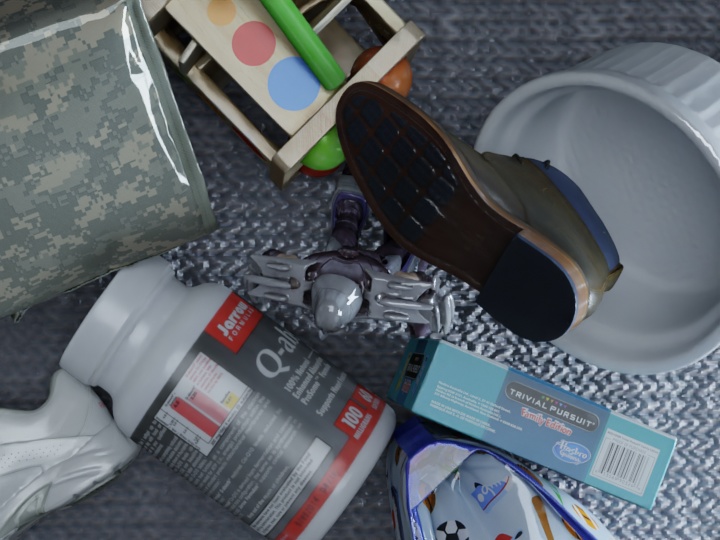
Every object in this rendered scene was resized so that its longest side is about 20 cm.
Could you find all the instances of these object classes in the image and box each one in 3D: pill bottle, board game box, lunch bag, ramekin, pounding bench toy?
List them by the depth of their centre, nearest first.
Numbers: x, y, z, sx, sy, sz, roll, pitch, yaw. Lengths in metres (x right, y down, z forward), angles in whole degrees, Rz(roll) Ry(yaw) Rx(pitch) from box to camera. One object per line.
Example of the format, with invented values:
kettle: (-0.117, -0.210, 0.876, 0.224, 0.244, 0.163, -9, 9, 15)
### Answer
lunch bag: (-0.186, -0.076, 1.091, 0.163, 0.118, 0.201, -22, 128, -8)
pounding bench toy: (-0.045, -0.144, 1.150, 0.124, 0.200, 0.156, -44, 90, -4)
board game box: (0.100, 0.090, 1.151, 0.150, 0.200, 0.047, 23, 87, -3)
lunch bag: (0.090, 0.181, 1.164, 0.124, 0.170, 0.200, -40, 93, -2)
ramekin: (0.176, -0.046, 1.165, 0.098, 0.200, 0.201, -36, 90, -44)
pill bottle: (-0.086, 0.081, 1.182, 0.199, 0.116, 0.116, 36, 86, -2)

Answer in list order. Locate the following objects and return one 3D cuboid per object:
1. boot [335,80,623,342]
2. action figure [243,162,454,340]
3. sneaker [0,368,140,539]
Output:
boot: (0.073, -0.042, 1.119, 0.200, 0.097, 0.075, 48, 122, 15)
action figure: (0.000, 0.000, 1.148, 0.129, 0.200, 0.070, 19, 114, 5)
sneaker: (-0.247, 0.135, 1.199, 0.199, 0.078, 0.100, -33, 84, -13)
